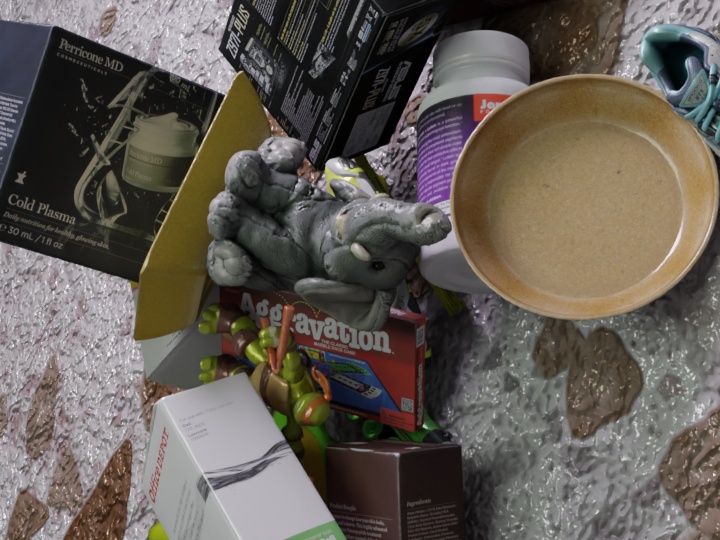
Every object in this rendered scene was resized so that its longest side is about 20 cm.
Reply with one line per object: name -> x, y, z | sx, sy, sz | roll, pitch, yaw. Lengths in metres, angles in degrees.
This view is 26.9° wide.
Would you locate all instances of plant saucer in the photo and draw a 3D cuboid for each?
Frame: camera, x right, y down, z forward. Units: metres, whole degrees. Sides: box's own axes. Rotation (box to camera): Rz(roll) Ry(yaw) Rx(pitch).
plant saucer -> 0.168, -0.052, 1.137 | 0.200, 0.035, 0.201 | -4, 69, 11
plant saucer -> -0.131, -0.043, 1.297 | 0.200, 0.048, 0.200 | 119, 174, -68

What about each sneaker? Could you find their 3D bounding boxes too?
sneaker -> 0.000, 0.000, 1.302 | 0.075, 0.076, 0.200 | 172, 80, -87
sneaker -> 0.260, -0.108, 1.063 | 0.078, 0.086, 0.200 | -58, 39, 22

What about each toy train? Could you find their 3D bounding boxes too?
toy train -> 0.021, 0.121, 1.332 | 0.056, 0.042, 0.200 | -48, 44, 4

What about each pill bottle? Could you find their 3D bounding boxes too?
pill bottle -> 0.102, -0.091, 1.245 | 0.111, 0.111, 0.200 | -23, 60, 47

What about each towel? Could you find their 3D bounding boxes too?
towel -> 0.035, -0.048, 1.348 | 0.018, 0.086, 0.200 | -31, 45, 1

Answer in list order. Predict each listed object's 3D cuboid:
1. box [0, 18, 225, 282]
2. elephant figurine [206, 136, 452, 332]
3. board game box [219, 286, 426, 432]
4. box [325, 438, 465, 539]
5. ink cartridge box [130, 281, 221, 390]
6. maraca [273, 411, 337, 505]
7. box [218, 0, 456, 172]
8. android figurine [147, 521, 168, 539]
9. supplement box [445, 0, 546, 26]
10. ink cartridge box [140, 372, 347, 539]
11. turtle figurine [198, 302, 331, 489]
box -> -0.257, -0.106, 1.403 | 0.124, 0.200, 0.197 | 15, 87, 51
elephant figurine -> -0.012, -0.018, 1.194 | 0.200, 0.155, 0.142 | 16, 110, 17
board game box -> -0.035, 0.067, 1.300 | 0.200, 0.019, 0.103 | 12, 114, 29
box -> 0.029, 0.239, 1.214 | 0.100, 0.075, 0.200 | -2, 91, 53
ink cartridge box -> -0.129, 0.005, 1.482 | 0.145, 0.147, 0.200 | -45, 44, 31
maraca -> -0.055, 0.191, 1.349 | 0.137, 0.107, 0.200 | -36, 48, 49
box -> -0.025, -0.215, 1.298 | 0.164, 0.086, 0.200 | 51, 143, 20
android figurine -> -0.152, 0.292, 1.496 | 0.200, 0.041, 0.182 | -17, 64, 50
supplement box -> 0.092, -0.341, 1.334 | 0.200, 0.133, 0.198 | -2, 75, 53
ink cartridge box -> -0.093, 0.204, 1.211 | 0.200, 0.084, 0.146 | 57, 149, 28
turtle figurine -> -0.072, 0.084, 1.261 | 0.161, 0.064, 0.200 | 32, 141, 43
